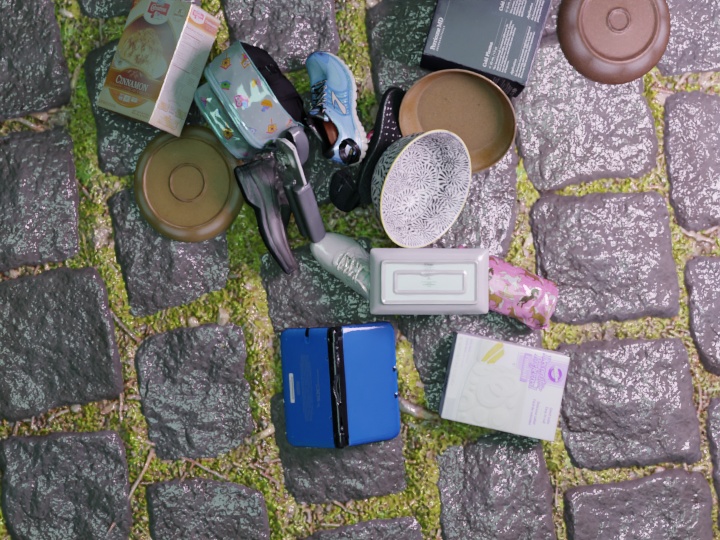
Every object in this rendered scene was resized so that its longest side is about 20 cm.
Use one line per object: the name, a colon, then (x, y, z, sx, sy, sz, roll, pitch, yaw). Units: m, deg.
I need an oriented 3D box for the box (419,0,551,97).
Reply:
box: (0.212, -0.419, 1.634, 0.179, 0.104, 0.204, 17, 89, -1)

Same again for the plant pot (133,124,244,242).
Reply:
plant pot: (-0.294, -0.150, 1.685, 0.196, 0.027, 0.205, 0, 90, 1)

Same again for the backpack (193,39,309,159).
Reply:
backpack: (-0.181, -0.275, 1.597, 0.152, 0.200, 0.178, -32, 91, 1)

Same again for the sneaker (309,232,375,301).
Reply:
sneaker: (0.000, 0.000, 1.659, 0.199, 0.080, 0.071, 35, 92, 1)

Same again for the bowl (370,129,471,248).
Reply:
bowl: (0.083, -0.149, 1.633, 0.094, 0.200, 0.203, 32, 90, 44)

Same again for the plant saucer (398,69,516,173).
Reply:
plant saucer: (0.162, -0.253, 1.633, 0.196, 0.036, 0.203, 8, 132, 9)

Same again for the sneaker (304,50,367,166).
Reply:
sneaker: (-0.052, -0.273, 1.631, 0.078, 0.089, 0.204, -28, 75, 42)

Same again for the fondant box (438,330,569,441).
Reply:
fondant box: (0.242, 0.195, 1.670, 0.196, 0.058, 0.147, 12, 90, -1)

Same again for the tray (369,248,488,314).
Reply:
tray: (0.113, 0.018, 1.607, 0.196, 0.022, 0.110, 0, 93, 0)

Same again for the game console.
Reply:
game console: (-0.036, 0.195, 1.690, 0.168, 0.118, 0.205, -3, 90, 32)

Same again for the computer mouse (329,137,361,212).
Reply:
computer mouse: (-0.027, -0.151, 1.603, 0.034, 0.201, 0.059, -34, 70, -19)

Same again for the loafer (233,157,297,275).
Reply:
loafer: (-0.144, -0.093, 1.662, 0.071, 0.073, 0.203, -24, 100, -10)

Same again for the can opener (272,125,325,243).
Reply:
can opener: (-0.089, -0.141, 1.606, 0.067, 0.202, 0.053, -40, 45, -24)

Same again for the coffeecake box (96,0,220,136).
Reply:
coffeecake box: (-0.335, -0.342, 1.624, 0.152, 0.073, 0.203, 21, 91, 38)

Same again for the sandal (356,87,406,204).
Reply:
sandal: (0.034, -0.210, 1.668, 0.074, 0.045, 0.204, 12, 95, -41)

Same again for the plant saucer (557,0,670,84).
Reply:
plant saucer: (0.436, -0.422, 1.675, 0.196, 0.037, 0.205, 0, 90, 0)

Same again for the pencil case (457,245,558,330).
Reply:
pencil case: (0.236, 0.031, 1.657, 0.197, 0.083, 0.088, 20, 124, -1)
